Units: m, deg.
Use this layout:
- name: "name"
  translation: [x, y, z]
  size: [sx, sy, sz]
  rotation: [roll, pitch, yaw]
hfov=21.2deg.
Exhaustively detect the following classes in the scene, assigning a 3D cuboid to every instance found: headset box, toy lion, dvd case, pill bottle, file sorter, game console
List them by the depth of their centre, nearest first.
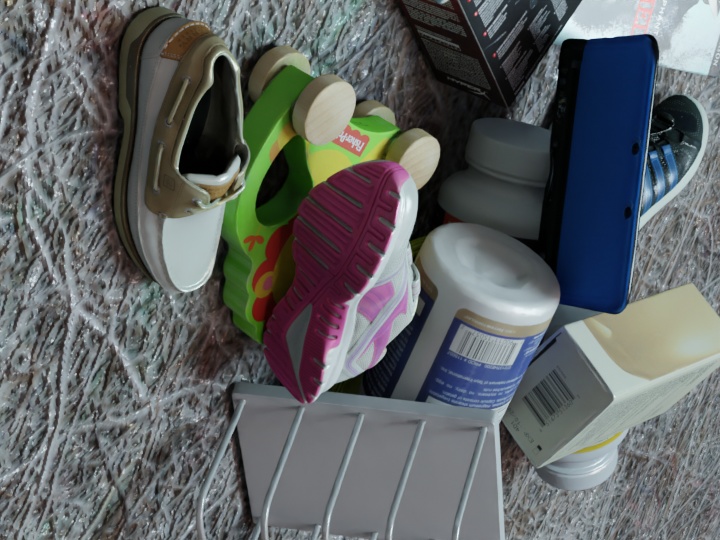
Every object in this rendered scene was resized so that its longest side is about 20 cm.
- name: "toy lion"
  translation: [-0.040, -0.040, 1.370]
  size: [0.193, 0.068, 0.200]
  rotation: [-59, 147, 4]
- name: "file sorter"
  translation: [-0.005, 0.183, 1.397]
  size: [0.125, 0.198, 0.140]
  rotation: [-70, 160, -47]
- name: "headset box"
  translation: [0.092, -0.241, 1.401]
  size: [0.149, 0.077, 0.200]
  rotation: [-56, 145, -15]
- name: "pill bottle"
  translation: [0.064, 0.074, 1.451]
  size: [0.111, 0.111, 0.201]
  rotation: [-17, 139, -49]
- name: "game console"
  translation: [0.203, -0.069, 1.452]
  size: [0.170, 0.117, 0.202]
  rotation: [5, 93, -53]
- name: "pill bottle"
  translation: [0.107, -0.013, 1.539]
  size: [0.111, 0.111, 0.202]
  rotation: [-12, 120, -51]
- name: "dvd case"
  translation: [0.234, -0.244, 1.579]
  size: [0.198, 0.022, 0.147]
  rotation: [7, 106, -32]
- name: "pill bottle"
  translation: [0.187, 0.100, 1.725]
  size: [0.112, 0.111, 0.201]
  rotation: [-41, 141, -31]

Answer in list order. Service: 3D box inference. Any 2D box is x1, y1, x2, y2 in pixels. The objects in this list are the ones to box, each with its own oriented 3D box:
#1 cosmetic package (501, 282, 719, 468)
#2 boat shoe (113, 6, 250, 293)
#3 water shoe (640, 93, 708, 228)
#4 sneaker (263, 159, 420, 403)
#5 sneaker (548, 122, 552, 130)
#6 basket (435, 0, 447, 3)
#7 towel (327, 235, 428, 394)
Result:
- name: "cosmetic package"
  translation: [0.204, 0.081, 1.535]
  size: [0.199, 0.071, 0.105]
  rotation: [-14, 154, -51]
- name: "boat shoe"
  translation: [-0.112, -0.065, 1.235]
  size: [0.075, 0.068, 0.202]
  rotation: [-35, 137, -37]
- name: "water shoe"
  translation: [0.244, -0.092, 1.718]
  size: [0.201, 0.071, 0.079]
  rotation: [-53, 143, -19]
- name: "sneaker"
  translation: [0.000, 0.000, 1.346]
  size: [0.088, 0.081, 0.201]
  rotation: [-18, 145, -40]
- name: "sneaker"
  translation: [0.186, -0.060, 1.619]
  size: [0.074, 0.087, 0.202]
  rotation: [17, 89, -14]
- name: "basket"
  translation: [0.047, -0.293, 1.242]
  size: [0.177, 0.200, 0.139]
  rotation: [-49, -172, -22]
- name: "towel"
  translation: [0.018, 0.058, 1.502]
  size: [0.086, 0.018, 0.201]
  rotation: [-18, 139, -49]
